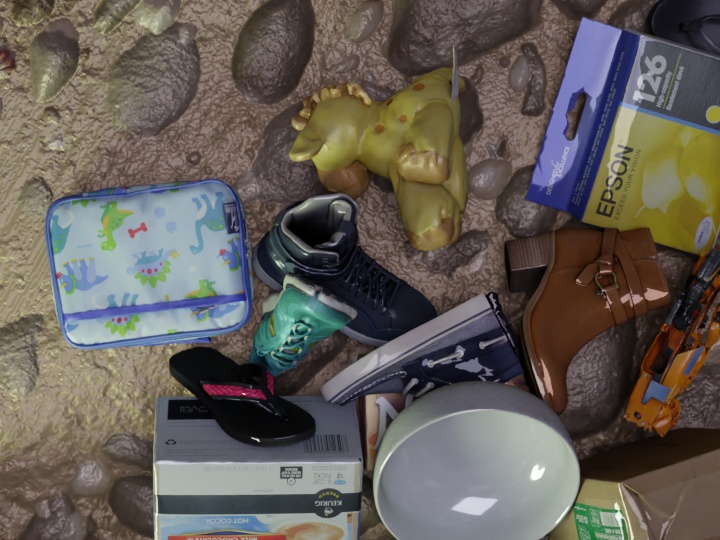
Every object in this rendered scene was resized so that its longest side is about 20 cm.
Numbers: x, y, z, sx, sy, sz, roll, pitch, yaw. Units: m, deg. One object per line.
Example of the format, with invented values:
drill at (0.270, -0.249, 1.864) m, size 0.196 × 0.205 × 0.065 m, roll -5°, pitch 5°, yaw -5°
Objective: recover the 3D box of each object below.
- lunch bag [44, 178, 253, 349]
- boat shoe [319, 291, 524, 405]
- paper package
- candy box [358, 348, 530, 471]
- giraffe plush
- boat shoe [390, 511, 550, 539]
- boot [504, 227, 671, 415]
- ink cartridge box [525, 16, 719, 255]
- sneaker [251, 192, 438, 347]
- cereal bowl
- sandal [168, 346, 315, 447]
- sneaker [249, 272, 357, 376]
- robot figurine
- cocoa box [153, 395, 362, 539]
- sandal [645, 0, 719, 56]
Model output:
lunch bag at (-0.205, -0.004, 1.479) m, size 0.198 × 0.082 × 0.163 m, roll -5°, pitch 94°, yaw -3°
boat shoe at (0.065, 0.103, 1.456) m, size 0.199 × 0.075 × 0.093 m, roll -28°, pitch 84°, yaw -7°
paper package at (0.296, 0.226, 1.458) m, size 0.189 × 0.200 × 0.105 m, roll -15°, pitch 90°, yaw -17°
candy box at (0.098, 0.140, 1.524) m, size 0.198 × 0.055 × 0.117 m, roll -1°, pitch 89°, yaw -5°
giraffe plush at (0.017, -0.122, 1.470) m, size 0.160 × 0.173 × 0.202 m, roll 0°, pitch 96°, yaw 11°
boat shoe at (0.104, 0.281, 1.522) m, size 0.198 × 0.071 × 0.064 m, roll -20°, pitch 92°, yaw -6°
boot at (0.230, 0.047, 1.484) m, size 0.153 × 0.077 × 0.202 m, roll -6°, pitch 58°, yaw 0°
ink cartridge box at (0.292, -0.134, 1.525) m, size 0.198 × 0.047 × 0.200 m, roll 14°, pitch 103°, yaw -9°
sneaker at (-0.001, 0.001, 1.462) m, size 0.201 × 0.146 × 0.077 m, roll 24°, pitch 63°, yaw -6°
cereal bowl at (0.106, 0.179, 1.431) m, size 0.198 × 0.084 × 0.202 m, roll -3°, pitch 128°, yaw -4°
sandal at (-0.119, 0.112, 1.442) m, size 0.075 × 0.199 × 0.046 m, roll -17°, pitch 124°, yaw -37°
sneaker at (-0.060, 0.059, 1.434) m, size 0.077 × 0.200 × 0.080 m, roll 29°, pitch 69°, yaw -7°
robot figurine at (0.332, 0.065, 1.505) m, size 0.058 × 0.145 × 0.201 m, roll 29°, pitch 101°, yaw 16°
cocoa box at (-0.101, 0.208, 1.453) m, size 0.198 × 0.134 × 0.133 m, roll 0°, pitch 113°, yaw -5°
sandal at (0.392, -0.234, 1.549) m, size 0.198 × 0.043 × 0.077 m, roll 23°, pitch 89°, yaw -6°
